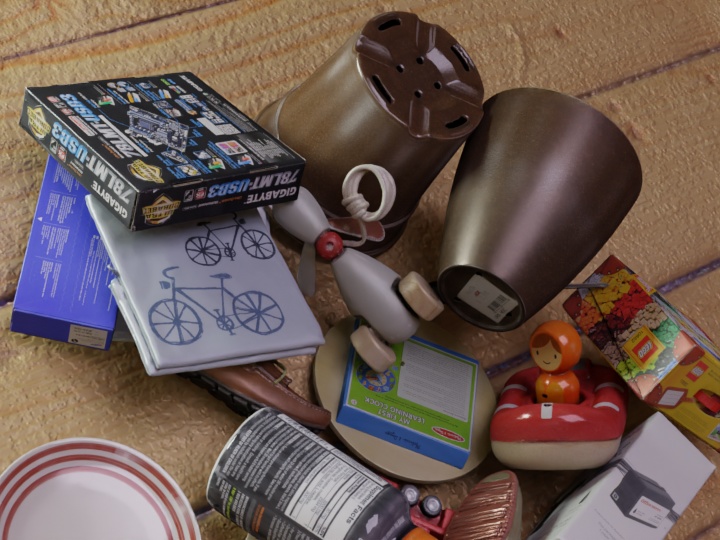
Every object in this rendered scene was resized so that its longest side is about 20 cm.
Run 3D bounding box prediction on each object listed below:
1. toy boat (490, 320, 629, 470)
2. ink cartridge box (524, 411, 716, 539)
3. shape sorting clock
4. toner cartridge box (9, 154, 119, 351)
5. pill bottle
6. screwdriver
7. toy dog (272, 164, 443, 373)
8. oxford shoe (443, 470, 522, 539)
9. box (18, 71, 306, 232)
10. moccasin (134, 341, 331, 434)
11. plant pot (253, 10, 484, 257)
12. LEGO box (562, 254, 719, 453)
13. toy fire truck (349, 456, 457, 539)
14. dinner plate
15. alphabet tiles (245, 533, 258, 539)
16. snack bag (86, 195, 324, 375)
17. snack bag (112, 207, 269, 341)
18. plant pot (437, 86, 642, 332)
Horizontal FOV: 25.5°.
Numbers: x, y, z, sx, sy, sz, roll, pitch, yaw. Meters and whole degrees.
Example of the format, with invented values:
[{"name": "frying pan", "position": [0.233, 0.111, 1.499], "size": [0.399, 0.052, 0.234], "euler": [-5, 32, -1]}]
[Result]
[{"name": "toy boat", "position": [0.193, 0.113, 1.561], "size": [0.129, 0.132, 0.200], "euler": [-3, 17, 14]}, {"name": "ink cartridge box", "position": [0.233, 0.249, 1.539], "size": [0.084, 0.145, 0.200], "euler": [45, 52, 4]}, {"name": "shape sorting clock", "position": [0.045, 0.124, 1.582], "size": [0.198, 0.039, 0.201], "euler": [17, 44, -16]}, {"name": "toner cartridge box", "position": [-0.262, -0.028, 1.489], "size": [0.094, 0.043, 0.202], "euler": [13, 56, -11]}, {"name": "pill bottle", "position": [-0.029, 0.214, 1.397], "size": [0.199, 0.107, 0.106], "euler": [32, 50, 18]}, {"name": "screwdriver", "position": [0.159, 0.015, 1.633], "size": [0.028, 0.198, 0.029], "euler": [47, 42, -52]}, {"name": "toy dog", "position": [0.000, 0.000, 1.568], "size": [0.131, 0.096, 0.202], "euler": [-21, 89, 6]}, {"name": "oxford shoe", "position": [0.118, 0.278, 1.462], "size": [0.074, 0.070, 0.201], "euler": [46, 46, -30]}, {"name": "box", "position": [-0.187, -0.119, 1.505], "size": [0.197, 0.050, 0.200], "euler": [-15, 42, -41]}, {"name": "moccasin", "position": [-0.113, 0.089, 1.499], "size": [0.200, 0.074, 0.078], "euler": [30, 71, -2]}, {"name": "plant pot", "position": [0.014, -0.144, 1.616], "size": [0.199, 0.198, 0.202], "euler": [17, 55, -25]}, {"name": "LEGO box", "position": [0.317, 0.089, 1.634], "size": [0.200, 0.077, 0.149], "euler": [32, 16, -48]}, {"name": "toy fire truck", "position": [0.028, 0.271, 1.480], "size": [0.199, 0.049, 0.142], "euler": [26, 55, -10]}, {"name": "dinner plate", "position": [-0.234, 0.241, 1.376], "size": [0.198, 0.024, 0.202], "euler": [12, 56, -18]}, {"name": "alphabet tiles", "position": [-0.067, 0.325, 1.387], "size": [0.198, 0.015, 0.197], "euler": [18, 57, 1]}, {"name": "snack bag", "position": [-0.149, 0.002, 1.470], "size": [0.187, 0.021, 0.201], "euler": [-7, 58, -38]}, {"name": "snack bag", "position": [-0.170, -0.011, 1.564], "size": [0.187, 0.021, 0.202], "euler": [7, 59, -24]}, {"name": "plant pot", "position": [0.158, -0.044, 1.566], "size": [0.186, 0.187, 0.201], "euler": [34, 56, -5]}]
